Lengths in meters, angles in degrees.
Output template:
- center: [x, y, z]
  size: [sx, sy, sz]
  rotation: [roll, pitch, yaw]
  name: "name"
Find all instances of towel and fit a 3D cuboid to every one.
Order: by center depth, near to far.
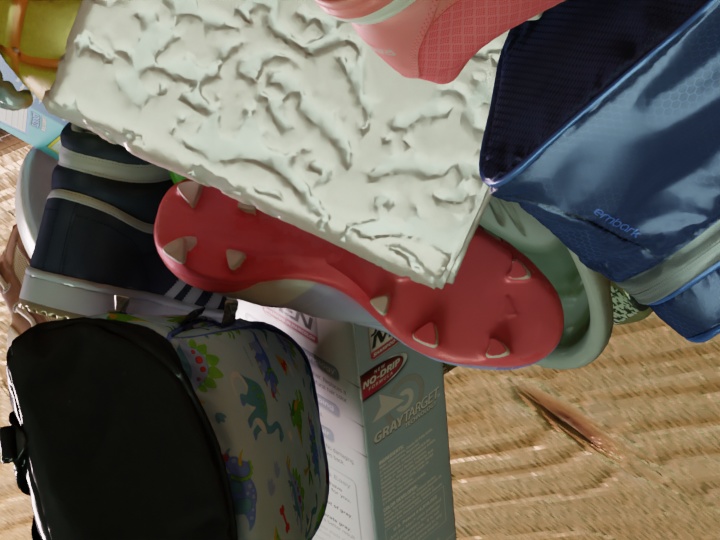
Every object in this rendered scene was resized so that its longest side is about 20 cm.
- center: [-0.017, -0.110, 1.264]
  size: [0.199, 0.032, 0.192]
  rotation: [25, 115, 1]
  name: "towel"

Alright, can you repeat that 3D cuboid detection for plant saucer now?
- center: [0.054, -0.043, 1.387]
  size: [0.200, 0.050, 0.200]
  rotation: [40, 160, 18]
  name: "plant saucer"

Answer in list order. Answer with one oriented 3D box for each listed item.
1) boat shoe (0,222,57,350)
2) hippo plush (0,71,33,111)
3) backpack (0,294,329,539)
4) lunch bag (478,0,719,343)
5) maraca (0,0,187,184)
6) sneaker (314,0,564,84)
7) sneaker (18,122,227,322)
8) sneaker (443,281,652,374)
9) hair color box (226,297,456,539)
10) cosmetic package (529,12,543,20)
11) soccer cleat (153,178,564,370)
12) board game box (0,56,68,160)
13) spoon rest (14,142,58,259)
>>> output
- center: [-0.157, 0.040, 1.632]
  size: [0.076, 0.200, 0.072]
  rotation: [31, 112, -37]
  name: "boat shoe"
- center: [-0.228, -0.082, 1.403]
  size: [0.160, 0.201, 0.159]
  rotation: [16, -179, 33]
  name: "hippo plush"
- center: [-0.086, 0.090, 1.366]
  size: [0.153, 0.164, 0.200]
  rotation: [-15, 179, -5]
  name: "backpack"
- center: [0.156, -0.079, 1.121]
  size: [0.132, 0.136, 0.200]
  rotation: [35, 129, -18]
  name: "lunch bag"
- center: [-0.095, -0.109, 1.358]
  size: [0.200, 0.107, 0.137]
  rotation: [43, 132, -16]
  name: "maraca"
- center: [0.070, -0.148, 1.065]
  size: [0.087, 0.200, 0.074]
  rotation: [50, 179, -44]
  name: "sneaker"
- center: [-0.100, -0.024, 1.490]
  size: [0.070, 0.109, 0.200]
  rotation: [12, -178, 24]
  name: "sneaker"
- center: [0.064, 0.025, 1.497]
  size: [0.199, 0.089, 0.077]
  rotation: [0, 145, 44]
  name: "sneaker"
- center: [-0.009, 0.068, 1.487]
  size: [0.099, 0.061, 0.201]
  rotation: [30, 141, 36]
  name: "hair color box"
- center: [0.007, -0.194, 1.111]
  size: [0.085, 0.108, 0.200]
  rotation: [0, 143, 47]
  name: "cosmetic package"
- center: [0.000, 0.000, 1.365]
  size: [0.199, 0.067, 0.076]
  rotation: [14, 176, 8]
  name: "soccer cleat"
- center: [-0.137, -0.104, 1.492]
  size: [0.199, 0.047, 0.151]
  rotation: [29, 155, -7]
  name: "board game box"
- center: [-0.114, -0.012, 1.604]
  size: [0.060, 0.100, 0.200]
  rotation: [-26, 148, 28]
  name: "spoon rest"
